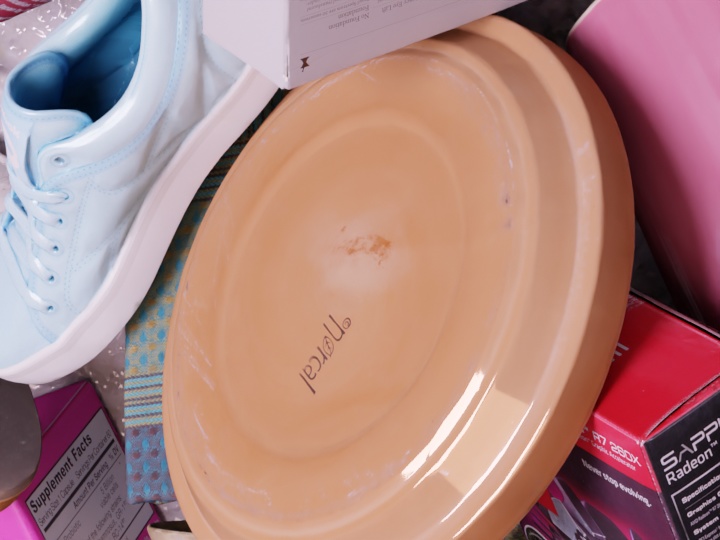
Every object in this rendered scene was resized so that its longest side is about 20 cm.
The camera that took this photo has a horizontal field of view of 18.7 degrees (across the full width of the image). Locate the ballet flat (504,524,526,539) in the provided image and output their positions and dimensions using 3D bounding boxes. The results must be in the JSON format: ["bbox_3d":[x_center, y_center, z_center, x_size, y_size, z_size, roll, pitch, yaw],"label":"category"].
[{"bbox_3d":[0.054,0.119,0.872,0.070,0.071,0.201,28,115,2],"label":"ballet flat"}]

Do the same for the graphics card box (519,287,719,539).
[{"bbox_3d":[0.102,0.096,0.715,0.051,0.125,0.201,-34,121,-16],"label":"graphics card box"}]

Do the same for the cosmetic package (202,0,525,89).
[{"bbox_3d":[0.041,-0.131,0.697,0.051,0.199,0.083,34,135,41],"label":"cosmetic package"}]

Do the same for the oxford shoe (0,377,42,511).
[{"bbox_3d":[-0.188,0.045,0.862,0.200,0.071,0.072,39,129,40],"label":"oxford shoe"}]

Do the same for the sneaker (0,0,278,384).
[{"bbox_3d":[-0.103,-0.043,0.774,0.082,0.074,0.200,12,122,-41],"label":"sneaker"}]

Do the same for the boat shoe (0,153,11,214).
[{"bbox_3d":[-0.211,-0.061,0.860,0.199,0.071,0.070,19,118,13],"label":"boat shoe"}]

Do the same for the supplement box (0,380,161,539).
[{"bbox_3d":[-0.126,0.164,0.909,0.101,0.103,0.201,-20,103,20],"label":"supplement box"}]

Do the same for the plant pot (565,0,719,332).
[{"bbox_3d":[0.169,-0.040,0.715,0.200,0.200,0.179,-37,84,24],"label":"plant pot"}]

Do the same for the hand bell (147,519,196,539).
[{"bbox_3d":[-0.036,0.202,0.858,0.103,0.104,0.201,1,86,13],"label":"hand bell"}]

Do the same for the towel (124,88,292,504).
[{"bbox_3d":[-0.025,-0.018,0.791,0.146,0.022,0.201,-6,82,30],"label":"towel"}]

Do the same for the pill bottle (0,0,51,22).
[{"bbox_3d":[-0.102,-0.158,0.767,0.199,0.113,0.113,-19,106,20],"label":"pill bottle"}]

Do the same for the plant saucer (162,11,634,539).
[{"bbox_3d":[0.001,0.009,0.700,0.032,0.201,0.200,24,122,-38],"label":"plant saucer"}]
